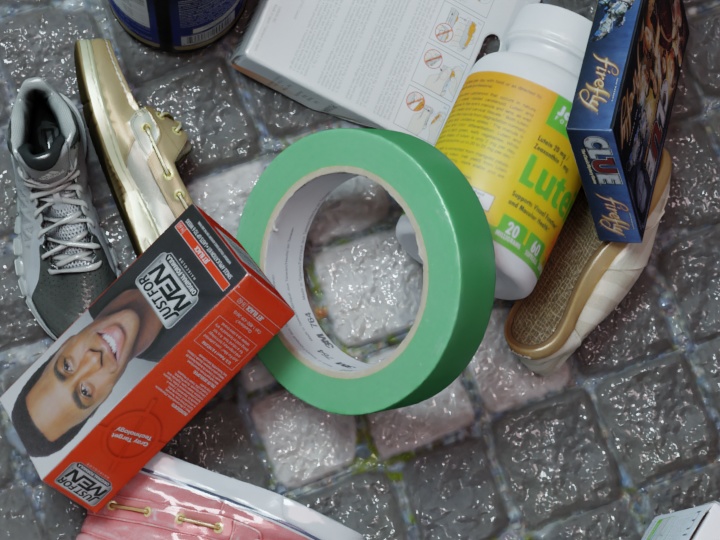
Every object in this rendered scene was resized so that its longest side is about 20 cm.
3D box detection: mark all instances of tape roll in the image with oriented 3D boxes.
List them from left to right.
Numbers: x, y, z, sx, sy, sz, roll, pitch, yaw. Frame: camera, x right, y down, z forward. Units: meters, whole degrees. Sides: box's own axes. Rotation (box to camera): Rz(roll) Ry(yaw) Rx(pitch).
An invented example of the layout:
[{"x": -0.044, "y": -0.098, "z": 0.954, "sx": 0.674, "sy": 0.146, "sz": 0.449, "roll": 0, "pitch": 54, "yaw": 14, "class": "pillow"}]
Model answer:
[{"x": 0.000, "y": 0.000, "z": 1.266, "sx": 0.200, "sy": 0.048, "sz": 0.202, "roll": 2, "pitch": 94, "yaw": 37, "class": "tape roll"}]

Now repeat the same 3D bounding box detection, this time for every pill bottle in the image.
[{"x": -0.134, "y": -0.236, "z": 1.284, "sx": 0.111, "sy": 0.200, "sz": 0.113, "roll": 1, "pitch": 79, "yaw": -4, "class": "pill bottle"}, {"x": 0.114, "y": -0.090, "z": 1.320, "sx": 0.111, "sy": 0.111, "sz": 0.201, "roll": 26, "pitch": 77, "yaw": 1, "class": "pill bottle"}]

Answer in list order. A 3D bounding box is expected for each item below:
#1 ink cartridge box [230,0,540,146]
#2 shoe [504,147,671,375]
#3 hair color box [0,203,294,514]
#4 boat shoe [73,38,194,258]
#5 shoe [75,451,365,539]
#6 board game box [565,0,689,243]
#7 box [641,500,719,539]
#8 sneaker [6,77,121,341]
[{"x": 0.021, "y": -0.187, "z": 1.378, "sx": 0.199, "sy": 0.050, "sz": 0.163, "roll": 27, "pitch": 77, "yaw": -17, "class": "ink cartridge box"}, {"x": 0.175, "y": -0.009, "z": 1.345, "sx": 0.070, "sy": 0.053, "sz": 0.200, "roll": 22, "pitch": 71, "yaw": 41, "class": "shoe"}, {"x": -0.151, "y": 0.061, "z": 1.252, "sx": 0.200, "sy": 0.061, "sz": 0.102, "roll": -46, "pitch": 43, "yaw": 3, "class": "hair color box"}, {"x": -0.156, "y": -0.081, "z": 1.323, "sx": 0.066, "sy": 0.074, "sz": 0.201, "roll": -20, "pitch": 91, "yaw": -11, "class": "boat shoe"}, {"x": -0.102, "y": 0.194, "z": 1.274, "sx": 0.199, "sy": 0.071, "sz": 0.091, "roll": 20, "pitch": 80, "yaw": 5, "class": "shoe"}, {"x": 0.197, "y": -0.140, "z": 1.298, "sx": 0.034, "sy": 0.136, "sz": 0.201, "roll": 4, "pitch": 59, "yaw": 22, "class": "board game box"}, {"x": 0.208, "y": 0.269, "z": 1.228, "sx": 0.096, "sy": 0.177, "sz": 0.200, "roll": 33, "pitch": 78, "yaw": 2, "class": "box"}, {"x": -0.222, "y": -0.044, "z": 1.283, "sx": 0.075, "sy": 0.116, "sz": 0.201, "roll": -13, "pitch": 80, "yaw": -7, "class": "sneaker"}]
